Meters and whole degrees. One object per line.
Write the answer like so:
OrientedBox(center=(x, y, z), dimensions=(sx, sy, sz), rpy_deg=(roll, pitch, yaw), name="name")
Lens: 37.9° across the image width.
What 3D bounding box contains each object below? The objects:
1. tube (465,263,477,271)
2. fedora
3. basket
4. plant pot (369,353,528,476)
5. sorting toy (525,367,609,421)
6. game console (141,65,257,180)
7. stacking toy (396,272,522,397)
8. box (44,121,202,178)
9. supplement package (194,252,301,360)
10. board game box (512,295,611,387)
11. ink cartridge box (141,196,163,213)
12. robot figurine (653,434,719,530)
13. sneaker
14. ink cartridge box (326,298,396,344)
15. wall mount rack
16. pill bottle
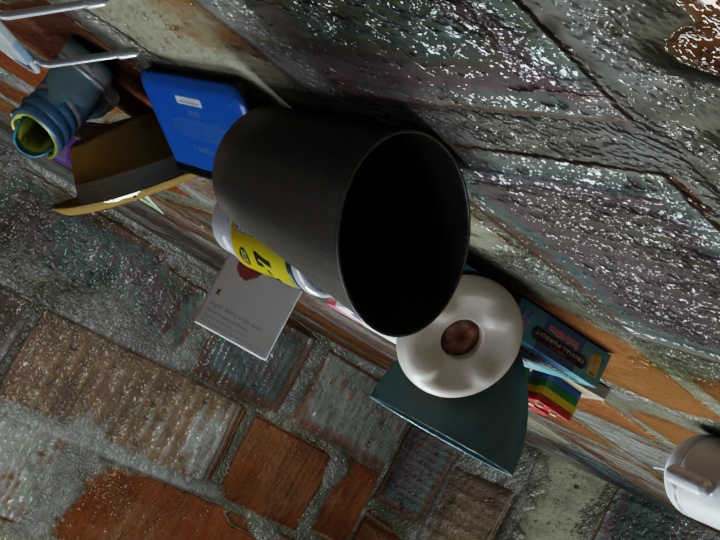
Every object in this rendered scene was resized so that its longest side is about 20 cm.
OrientedBox(center=(0.031, -0.038, 1.152), dimensions=(0.198, 0.051, 0.077), rpy_deg=(23, -174, -8), name="tube")
OrientedBox(center=(-0.261, -0.127, 1.183), dimensions=(0.200, 0.199, 0.083), rpy_deg=(13, 123, 63), name="fedora")
OrientedBox(center=(-0.026, -0.061, 0.877), dimensions=(0.199, 0.136, 0.182), rpy_deg=(29, 147, 43), name="basket")
OrientedBox(center=(0.129, 0.145, 1.296), dimensions=(0.199, 0.136, 0.200), rpy_deg=(29, 172, 4), name="plant pot")
OrientedBox(center=(0.245, 0.160, 1.589), dimensions=(0.197, 0.070, 0.200), rpy_deg=(29, 172, -7), name="sorting toy")
OrientedBox(center=(-0.105, -0.141, 1.059), dimensions=(0.199, 0.118, 0.172), rpy_deg=(19, 137, 49), name="game console")
OrientedBox(center=(0.092, 0.042, 1.223), dimensions=(0.145, 0.147, 0.200), rpy_deg=(31, -167, -23), name="stacking toy")
OrientedBox(center=(-0.313, -0.156, 1.337), dimensions=(0.136, 0.040, 0.199), rpy_deg=(24, -164, 36), name="box")
OrientedBox(center=(-0.146, 0.015, 1.542), dimensions=(0.120, 0.202, 0.120), rpy_deg=(28, 173, -5), name="supplement package")
OrientedBox(center=(0.193, 0.078, 1.315), dimensions=(0.150, 0.047, 0.200), rpy_deg=(32, 172, -23), name="board game box")
OrientedBox(center=(-0.446, -0.183, 1.908), dimensions=(0.198, 0.048, 0.146), rpy_deg=(28, 173, 5), name="ink cartridge box")
OrientedBox(center=(0.480, 0.282, 1.375), dimensions=(0.168, 0.114, 0.199), rpy_deg=(16, 179, -28), name="robot figurine")
OrientedBox(center=(-0.344, -0.182, 1.201), dimensions=(0.079, 0.131, 0.200), rpy_deg=(36, 171, -4), name="sneaker")
OrientedBox(center=(0.055, 0.054, 1.512), dimensions=(0.144, 0.085, 0.200), rpy_deg=(30, 172, -19), name="ink cartridge box")
OrientedBox(center=(-0.305, -0.238, 0.963), dimensions=(0.173, 0.075, 0.200), rpy_deg=(31, 173, 6), name="wall mount rack")
OrientedBox(center=(-0.090, -0.045, 1.282), dimensions=(0.199, 0.115, 0.114), rpy_deg=(21, 169, 48), name="pill bottle")
